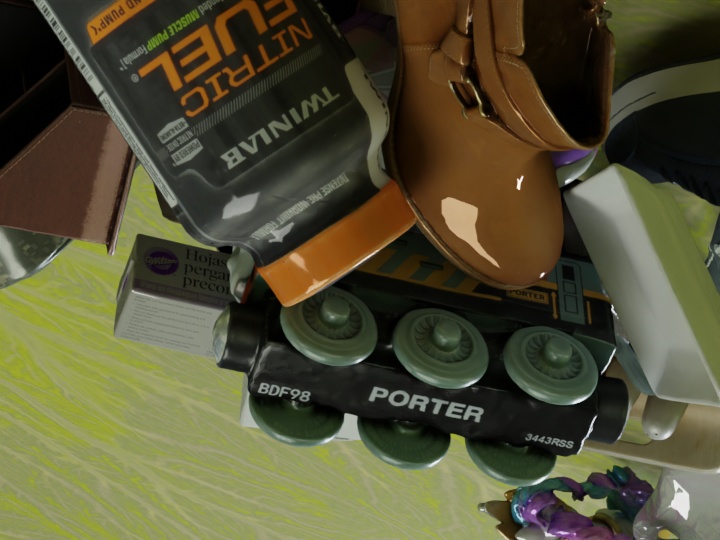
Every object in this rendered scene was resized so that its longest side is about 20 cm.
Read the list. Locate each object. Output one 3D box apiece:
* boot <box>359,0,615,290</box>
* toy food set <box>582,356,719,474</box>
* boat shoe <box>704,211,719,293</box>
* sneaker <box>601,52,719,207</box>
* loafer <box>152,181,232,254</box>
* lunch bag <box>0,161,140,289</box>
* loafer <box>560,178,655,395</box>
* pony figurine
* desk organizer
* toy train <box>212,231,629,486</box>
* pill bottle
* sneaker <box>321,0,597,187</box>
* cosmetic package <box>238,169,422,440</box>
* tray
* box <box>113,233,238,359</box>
[{"bbox_3d":[0.066,-0.065,1.124,0.155,0.074,0.200,24,143,61],"label":"boot"},{"bbox_3d":[0.110,0.054,1.507,0.143,0.061,0.200,9,154,36],"label":"toy food set"},{"bbox_3d":[0.203,-0.022,1.250,0.200,0.073,0.062,139,111,-75],"label":"boat shoe"},{"bbox_3d":[0.167,-0.018,1.134,0.077,0.147,0.202,5,170,-27],"label":"sneaker"},{"bbox_3d":[-0.081,-0.058,1.435,0.073,0.071,0.200,9,155,36],"label":"loafer"},{"bbox_3d":[-0.243,-0.082,1.486,0.168,0.139,0.200,51,150,-20],"label":"lunch bag"},{"bbox_3d":[0.151,0.005,1.355,0.063,0.072,0.200,-3,155,22],"label":"loafer"},{"bbox_3d":[0.192,0.187,1.651,0.193,0.167,0.200,16,174,43],"label":"pony figurine"},{"bbox_3d":[-0.155,-0.085,1.274,0.077,0.072,0.200,10,-158,-14],"label":"desk organizer"},{"bbox_3d":[0.029,0.031,1.234,0.200,0.114,0.085,11,132,-11],"label":"toy train"},{"bbox_3d":[-0.057,-0.084,1.146,0.200,0.106,0.106,56,155,-3],"label":"pill bottle"},{"bbox_3d":[0.020,-0.097,1.230,0.200,0.081,0.089,14,123,-4],"label":"sneaker"},{"bbox_3d":[0.000,0.000,1.342,0.101,0.074,0.200,8,140,-7],"label":"cosmetic package"},{"bbox_3d":[0.128,0.005,1.146,0.200,0.022,0.108,138,107,-88],"label":"tray"},{"bbox_3d":[-0.019,0.028,1.291,0.200,0.039,0.041,12,137,-11],"label":"box"}]
